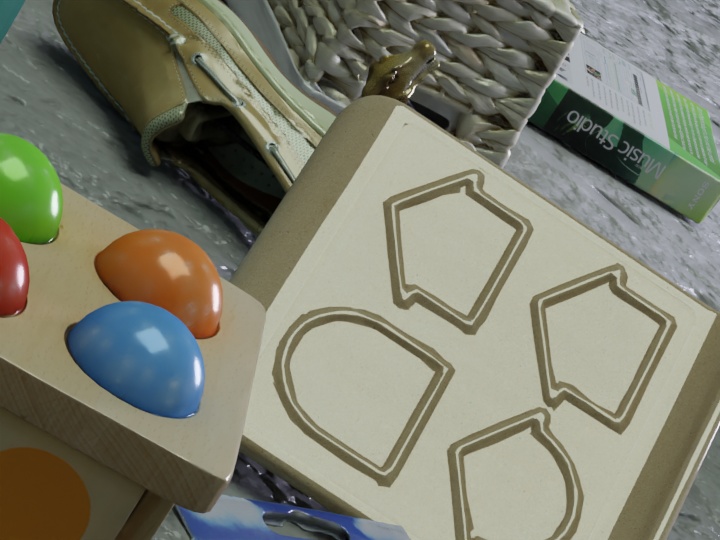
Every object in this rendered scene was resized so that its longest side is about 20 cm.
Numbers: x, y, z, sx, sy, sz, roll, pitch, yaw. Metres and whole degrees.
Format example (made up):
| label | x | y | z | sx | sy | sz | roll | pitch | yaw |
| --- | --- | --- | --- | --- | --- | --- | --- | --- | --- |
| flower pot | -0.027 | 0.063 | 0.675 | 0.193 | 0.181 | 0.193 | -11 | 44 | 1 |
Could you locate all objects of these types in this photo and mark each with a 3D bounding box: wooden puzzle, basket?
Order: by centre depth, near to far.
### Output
| label | x | y | z | sx | sy | sz | roll | pitch | yaw |
| --- | --- | --- | --- | --- | --- | --- | --- | --- | --- |
| wooden puzzle | 0.041 | 0.044 | 1.099 | 0.200 | 0.046 | 0.185 | 31 | 53 | 1 |
| basket | 0.019 | -0.150 | 1.490 | 0.135 | 0.124 | 0.200 | 24 | 21 | -27 |

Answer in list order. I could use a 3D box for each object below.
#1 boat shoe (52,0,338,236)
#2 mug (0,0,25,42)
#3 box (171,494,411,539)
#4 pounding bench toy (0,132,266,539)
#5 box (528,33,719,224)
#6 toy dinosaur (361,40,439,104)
| label | x | y | z | sx | sy | sz | roll | pitch | yaw |
| --- | --- | --- | --- | --- | --- | --- | --- | --- | --- |
| boat shoe | -0.076 | -0.076 | 1.261 | 0.200 | 0.072 | 0.076 | 36 | 37 | 20 |
| mug | -0.206 | -0.127 | 1.101 | 0.152 | 0.115 | 0.185 | 38 | 20 | 14 |
| box | 0.012 | 0.157 | 0.879 | 0.122 | 0.048 | 0.200 | 15 | 27 | -44 |
| pounding bench toy | -0.112 | 0.036 | 0.809 | 0.124 | 0.156 | 0.200 | 30 | 20 | -9 |
| box | 0.137 | -0.115 | 1.725 | 0.200 | 0.036 | 0.144 | 29 | 20 | -9 |
| toy dinosaur | 0.000 | 0.000 | 1.185 | 0.058 | 0.201 | 0.101 | -2 | -28 | 27 |
